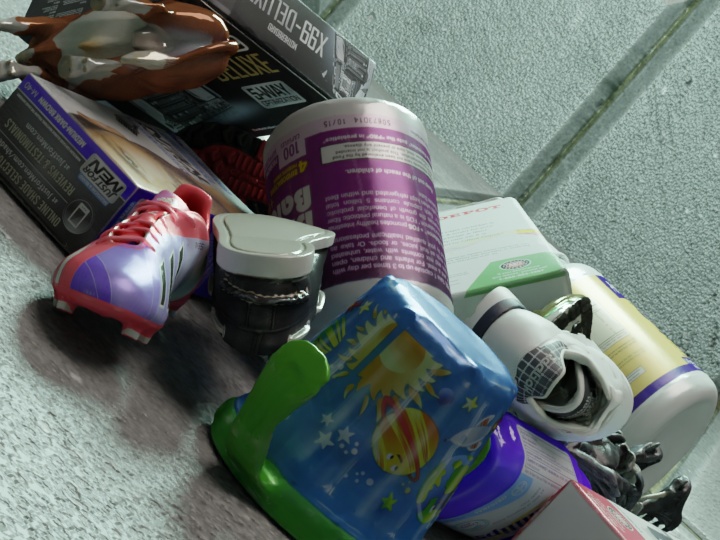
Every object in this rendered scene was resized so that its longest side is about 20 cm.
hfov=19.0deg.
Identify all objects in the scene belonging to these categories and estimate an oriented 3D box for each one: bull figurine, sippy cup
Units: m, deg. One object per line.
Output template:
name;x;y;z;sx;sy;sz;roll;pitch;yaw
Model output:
bull figurine;-0.173;-0.137;1.369;0.121;0.199;0.065;3;81;-50
sippy cup;0.010;0.079;1.166;0.140;0.130;0.178;40;10;-3

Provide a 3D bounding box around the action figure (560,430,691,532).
action figure;0.161;0.152;1.557;0.200;0.102;0.119;25;23;-54

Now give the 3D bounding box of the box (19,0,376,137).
box;-0.112;-0.150;1.460;0.200;0.050;0.158;-4;-32;46

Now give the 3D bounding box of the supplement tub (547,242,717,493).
supplement tub;0.186;0.086;1.823;0.200;0.145;0.145;46;10;24

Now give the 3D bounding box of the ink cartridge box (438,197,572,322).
ink cartridge box;0.071;0.022;1.599;0.200;0.145;0.088;-113;-169;-70

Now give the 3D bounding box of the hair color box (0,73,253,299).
hair color box;-0.143;-0.048;1.349;0.109;0.065;0.200;45;11;21

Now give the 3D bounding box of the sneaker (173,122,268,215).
sneaker;-0.042;-0.040;1.509;0.200;0.079;0.096;31;-7;5

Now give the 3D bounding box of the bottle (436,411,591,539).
bottle;0.100;0.142;1.391;0.200;0.083;0.065;33;34;-55

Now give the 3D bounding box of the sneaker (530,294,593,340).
sneaker;0.077;0.063;1.455;0.088;0.200;0.077;30;-42;36

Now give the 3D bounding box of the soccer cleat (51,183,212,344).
soccer cleat;-0.120;-0.009;1.180;0.066;0.077;0.200;22;5;4

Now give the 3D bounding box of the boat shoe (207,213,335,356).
boat shoe;-0.052;0.005;1.242;0.074;0.061;0.200;6;8;-4

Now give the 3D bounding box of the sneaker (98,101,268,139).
sneaker;-0.117;-0.128;1.621;0.200;0.080;0.070;28;20;-39

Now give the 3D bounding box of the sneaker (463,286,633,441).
sneaker;0.132;0.079;1.382;0.080;0.077;0.200;33;3;35

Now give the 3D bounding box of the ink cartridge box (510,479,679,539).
ink cartridge box;0.195;0.232;1.369;0.200;0.085;0.146;34;12;-48

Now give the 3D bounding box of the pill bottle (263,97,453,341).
pill bottle;0.000;0.000;1.373;0.112;0.112;0.201;31;44;-49
